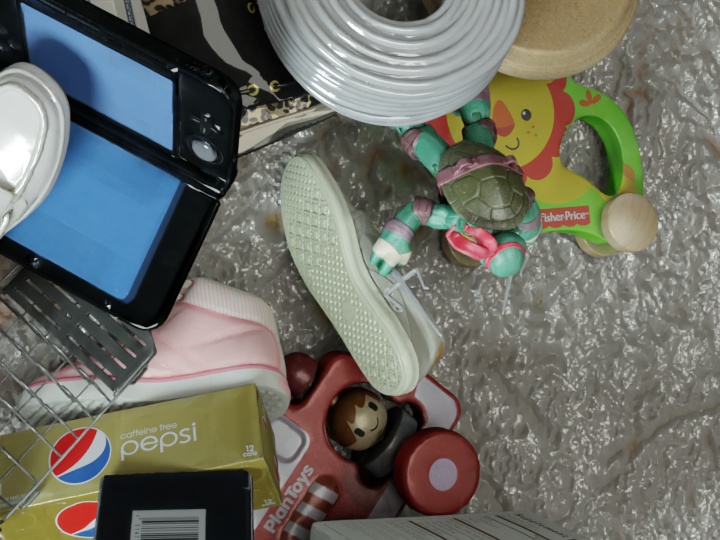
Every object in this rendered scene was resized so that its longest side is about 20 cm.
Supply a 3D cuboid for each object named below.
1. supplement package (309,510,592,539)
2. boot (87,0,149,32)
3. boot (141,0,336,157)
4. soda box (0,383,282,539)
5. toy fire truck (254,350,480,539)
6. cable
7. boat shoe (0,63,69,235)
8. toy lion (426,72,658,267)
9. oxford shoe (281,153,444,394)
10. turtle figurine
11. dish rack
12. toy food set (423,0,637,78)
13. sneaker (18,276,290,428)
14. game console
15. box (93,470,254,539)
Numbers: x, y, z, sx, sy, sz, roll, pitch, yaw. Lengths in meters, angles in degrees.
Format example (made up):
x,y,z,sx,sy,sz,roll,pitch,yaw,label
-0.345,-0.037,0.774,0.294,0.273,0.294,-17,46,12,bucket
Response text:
x,y,z,sx,sy,sz,roll,pitch,yaw,label
0.069,0.245,1.052,0.198,0.117,0.119,3,97,-32,supplement package
-0.204,-0.200,1.038,0.089,0.073,0.203,-6,101,18,boot
-0.072,-0.178,1.112,0.198,0.073,0.152,-26,103,-13,boot
-0.159,0.141,1.052,0.197,0.065,0.068,-12,142,2,soda box
-0.017,0.151,1.133,0.167,0.112,0.201,38,79,-20,toy fire truck
0.022,-0.206,1.064,0.197,0.069,0.203,-8,77,-17,cable
-0.255,-0.044,0.960,0.071,0.069,0.201,39,119,1,boat shoe
0.135,-0.104,1.209,0.197,0.069,0.195,-4,88,-21,toy lion
0.000,0.000,1.121,0.057,0.075,0.201,-17,68,-36,oxford shoe
0.080,-0.051,1.087,0.148,0.101,0.202,3,55,-31,turtle figurine
-0.244,0.075,1.025,0.153,0.055,0.200,37,76,25,dish rack
0.126,-0.244,1.172,0.195,0.049,0.203,3,76,-14,toy food set
-0.152,0.065,1.102,0.197,0.076,0.106,-7,56,1,sneaker
-0.190,-0.081,0.978,0.198,0.176,0.117,27,64,6,game console
-0.121,0.259,0.990,0.105,0.149,0.202,0,120,-5,box
